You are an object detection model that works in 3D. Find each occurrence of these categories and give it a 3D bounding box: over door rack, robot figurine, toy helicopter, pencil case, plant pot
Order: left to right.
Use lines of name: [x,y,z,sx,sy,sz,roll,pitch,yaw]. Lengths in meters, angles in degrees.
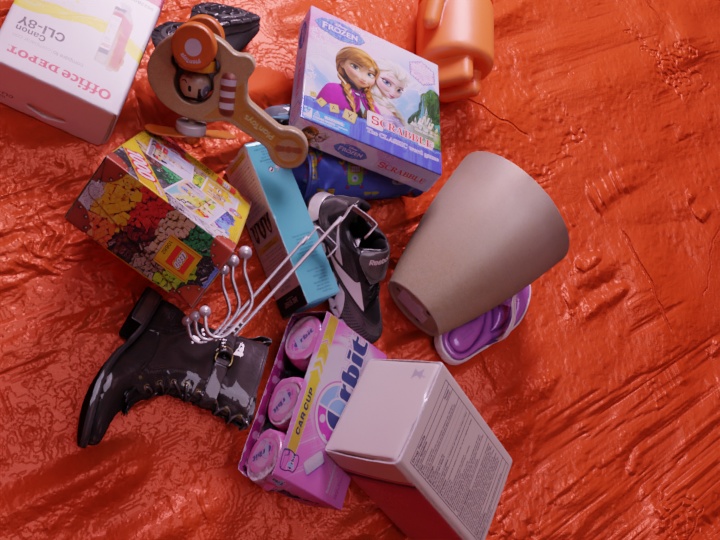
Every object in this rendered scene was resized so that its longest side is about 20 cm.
toy helicopter: [-0.147,-0.175,0.873,0.199,0.133,0.079,36,18,-16]
over door rack: [-0.095,-0.003,0.817,0.199,0.148,0.067,-37,96,-19]
pencil case: [-0.002,-0.132,1.027,0.197,0.078,0.088,-8,108,-30]
robot figurine: [0.137,-0.350,1.146,0.142,0.116,0.203,12,70,-24]
plant pot: [0.135,-0.017,1.026,0.200,0.187,0.188,-43,97,-15]

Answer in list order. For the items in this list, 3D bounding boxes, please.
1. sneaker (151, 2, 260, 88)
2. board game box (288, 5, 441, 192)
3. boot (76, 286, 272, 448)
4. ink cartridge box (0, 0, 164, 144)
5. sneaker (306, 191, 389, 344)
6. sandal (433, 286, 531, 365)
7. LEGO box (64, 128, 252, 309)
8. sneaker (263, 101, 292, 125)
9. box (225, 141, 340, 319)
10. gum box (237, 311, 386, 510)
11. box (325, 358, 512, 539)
sneaker: [-0.190,-0.272,0.977,0.075,0.092,0.200,22,38,17]
board game box: [0.010,-0.219,1.004,0.197,0.041,0.202,18,53,-23]
boot: [-0.192,0.127,0.853,0.173,0.069,0.202,31,61,-16]
ink cartridge box: [-0.317,-0.269,0.897,0.143,0.083,0.203,22,66,-21]
sneaker: [0.000,0.000,0.955,0.066,0.090,0.203,-33,112,-44]
sandal: [0.182,0.060,1.085,0.202,0.050,0.083,-42,96,-31]
LEGO box: [-0.201,-0.064,0.833,0.148,0.200,0.077,37,103,-14]
sneaker: [-0.057,-0.211,1.035,0.198,0.079,0.097,-13,70,-38]
box: [-0.096,-0.050,0.951,0.049,0.082,0.203,-19,85,-30]
gum box: [-0.053,0.163,0.898,0.113,0.066,0.202,38,58,-37]
box: [0.072,0.212,0.904,0.201,0.108,0.129,53,52,-33]
